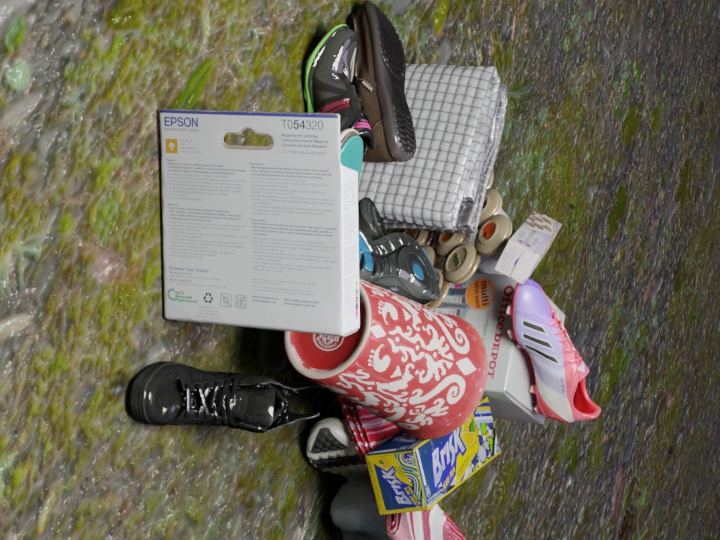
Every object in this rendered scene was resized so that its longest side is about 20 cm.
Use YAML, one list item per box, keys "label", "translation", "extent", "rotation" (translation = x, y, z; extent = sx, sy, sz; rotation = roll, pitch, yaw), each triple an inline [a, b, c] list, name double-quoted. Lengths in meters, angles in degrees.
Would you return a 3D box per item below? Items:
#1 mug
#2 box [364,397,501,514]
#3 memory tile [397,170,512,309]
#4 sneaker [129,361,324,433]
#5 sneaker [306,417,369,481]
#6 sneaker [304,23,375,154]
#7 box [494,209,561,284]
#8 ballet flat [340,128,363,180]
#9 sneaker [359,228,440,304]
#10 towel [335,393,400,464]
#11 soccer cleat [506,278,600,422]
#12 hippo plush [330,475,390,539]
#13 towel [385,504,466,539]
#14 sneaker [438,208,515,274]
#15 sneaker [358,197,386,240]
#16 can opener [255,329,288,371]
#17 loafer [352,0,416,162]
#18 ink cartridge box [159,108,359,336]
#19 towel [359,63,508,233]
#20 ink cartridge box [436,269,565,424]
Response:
- label: "mug"
  translation: [0.007, 0.092, 1.558]
  extent: [0.199, 0.176, 0.135]
  rotation: [27, 43, -51]
- label: "box"
  translation: [0.082, 0.201, 1.684]
  extent: [0.200, 0.064, 0.071]
  rotation: [-24, 101, -60]
- label: "memory tile"
  translation: [0.101, -0.055, 1.783]
  extent: [0.017, 0.153, 0.201]
  rotation: [34, 26, -31]
- label: "sneaker"
  translation: [-0.126, 0.123, 1.476]
  extent: [0.199, 0.103, 0.061]
  rotation: [9, 87, -62]
- label: "sneaker"
  translation: [-0.007, 0.196, 1.762]
  extent: [0.200, 0.074, 0.082]
  rotation: [46, 43, -61]
- label: "sneaker"
  translation: [-0.018, -0.165, 1.661]
  extent: [0.077, 0.083, 0.203]
  rotation: [7, 88, -63]
- label: "box"
  translation: [0.194, -0.029, 1.757]
  extent: [0.042, 0.038, 0.200]
  rotation: [-64, 172, 16]
- label: "ballet flat"
  translation: [-0.049, -0.058, 1.613]
  extent: [0.069, 0.069, 0.202]
  rotation: [-24, 129, -59]
- label: "sneaker"
  translation: [0.012, 0.003, 1.619]
  extent: [0.199, 0.082, 0.074]
  rotation: [17, 48, -53]
- label: "towel"
  translation: [0.012, 0.119, 1.724]
  extent: [0.144, 0.022, 0.202]
  rotation: [-1, 66, -59]
- label: "soccer cleat"
  translation: [0.221, 0.091, 1.742]
  extent: [0.067, 0.076, 0.201]
  rotation: [-54, 137, -42]
- label: "hippo plush"
  translation: [0.022, 0.327, 1.730]
  extent: [0.162, 0.158, 0.201]
  rotation: [-62, 144, -36]
- label: "towel"
  translation: [0.082, 0.307, 1.734]
  extent: [0.201, 0.023, 0.145]
  rotation: [55, 19, -31]
- label: "sneaker"
  translation: [0.144, -0.049, 1.909]
  extent: [0.075, 0.201, 0.114]
  rotation: [-34, 150, 0]
- label: "sneaker"
  translation: [0.000, 0.000, 1.721]
  extent: [0.076, 0.090, 0.201]
  rotation: [-102, 171, -45]
- label: "can opener"
  translation: [-0.095, 0.002, 1.582]
  extent: [0.053, 0.066, 0.202]
  rotation: [-123, -147, -76]
- label: "loafer"
  translation: [0.009, -0.210, 1.715]
  extent: [0.073, 0.070, 0.202]
  rotation: [35, 43, -56]
- label: "ink cartridge box"
  translation: [-0.094, -0.047, 1.414]
  extent: [0.043, 0.194, 0.203]
  rotation: [-16, 109, -62]
- label: "towel"
  translation: [0.072, -0.136, 1.754]
  extent: [0.086, 0.164, 0.202]
  rotation: [51, 50, -60]
- label: "ink cartridge box"
  translation: [0.124, 0.088, 1.845]
  extent: [0.145, 0.198, 0.147]
  rotation: [39, 60, -57]
